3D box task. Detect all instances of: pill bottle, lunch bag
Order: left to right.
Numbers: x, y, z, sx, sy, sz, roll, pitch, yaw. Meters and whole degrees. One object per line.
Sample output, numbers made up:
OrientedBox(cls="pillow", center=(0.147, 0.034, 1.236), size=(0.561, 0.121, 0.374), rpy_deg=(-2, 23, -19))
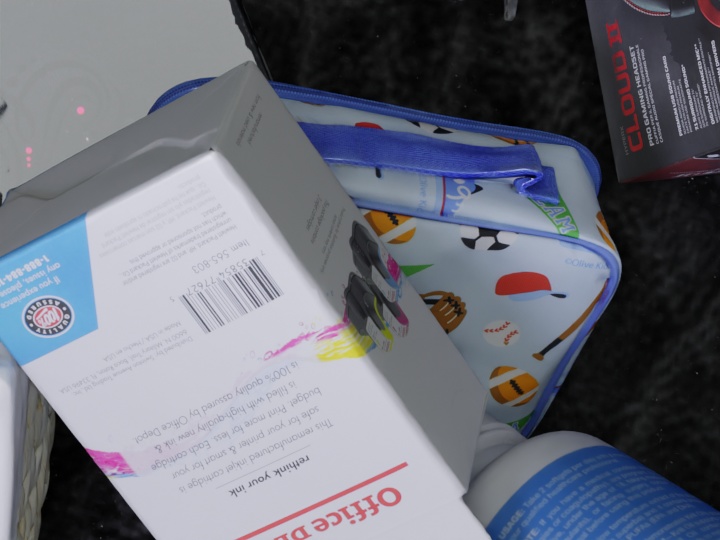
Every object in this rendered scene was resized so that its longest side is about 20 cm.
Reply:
OrientedBox(cls="lunch bag", center=(0.000, 0.000, 1.074), size=(0.199, 0.161, 0.076), rpy_deg=(8, 45, -17))
OrientedBox(cls="pill bottle", center=(0.091, 0.128, 1.020), size=(0.200, 0.112, 0.113), rpy_deg=(32, 85, 35))

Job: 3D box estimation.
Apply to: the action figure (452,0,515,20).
OrientedBox(cls="action figure", center=(0.010, -0.181, 1.084), size=(0.200, 0.119, 0.102), rpy_deg=(32, 114, -34))

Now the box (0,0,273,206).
OrientedBox(cls="box", center=(-0.120, -0.126, 1.120), size=(0.122, 0.106, 0.201), rpy_deg=(-23, 86, -1))

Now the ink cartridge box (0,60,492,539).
OrientedBox(cls="ink cartridge box", center=(-0.035, 0.041, 0.986), size=(0.115, 0.068, 0.200), rpy_deg=(-25, 114, 25))

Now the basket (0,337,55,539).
OrientedBox(cls="basket", center=(-0.187, 0.076, 1.055), size=(0.135, 0.124, 0.201), rpy_deg=(11, 122, 3))

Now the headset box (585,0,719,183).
OrientedBox(cls="headset box", center=(0.161, -0.123, 1.089), size=(0.075, 0.200, 0.150), rpy_deg=(-7, 84, -31))
